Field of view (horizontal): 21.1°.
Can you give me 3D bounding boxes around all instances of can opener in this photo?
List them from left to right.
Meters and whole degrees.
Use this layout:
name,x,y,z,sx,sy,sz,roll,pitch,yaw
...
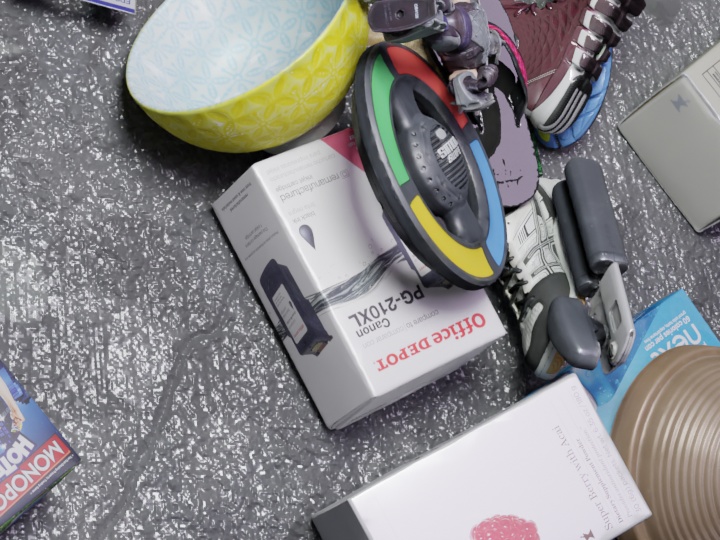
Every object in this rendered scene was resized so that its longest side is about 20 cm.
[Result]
name,x,y,z,sx,sy,sz,roll,pitch,yaw
can opener,0.171,-0.006,1.509,0.066,0.053,0.201,7,47,-19

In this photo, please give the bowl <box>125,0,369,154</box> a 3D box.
name,x,y,z,sx,sy,sz,roll,pitch,yaw
bowl,-0.068,-0.155,1.486,0.108,0.199,0.201,56,48,-37

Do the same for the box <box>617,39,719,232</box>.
name,x,y,z,sx,sy,sz,roll,pitch,yaw
box,0.350,-0.148,1.740,0.200,0.109,0.128,-37,90,-35

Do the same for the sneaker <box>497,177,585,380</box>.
name,x,y,z,sx,sy,sz,roll,pitch,yaw
sneaker,0.134,0.003,1.576,0.087,0.076,0.201,16,45,-10

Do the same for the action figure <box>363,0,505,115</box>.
name,x,y,z,sx,sy,sz,roll,pitch,yaw
action figure,0.065,-0.186,1.455,0.200,0.069,0.131,13,58,-61

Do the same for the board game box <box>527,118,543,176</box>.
name,x,y,z,sx,sy,sz,roll,pitch,yaw
board game box,0.090,-0.172,1.658,0.104,0.023,0.201,0,70,-31

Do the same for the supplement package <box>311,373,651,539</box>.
name,x,y,z,sx,sy,sz,roll,pitch,yaw
supplement package,0.087,0.181,1.416,0.199,0.120,0.122,-27,85,-19

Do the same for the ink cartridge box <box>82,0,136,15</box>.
name,x,y,z,sx,sy,sz,roll,pitch,yaw
ink cartridge box,-0.221,-0.290,1.525,0.099,0.039,0.201,14,62,-24

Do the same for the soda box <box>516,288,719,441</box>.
name,x,y,z,sx,sy,sz,roll,pitch,yaw
soda box,0.205,0.095,1.581,0.200,0.064,0.068,-32,87,-36

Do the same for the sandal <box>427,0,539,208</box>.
name,x,y,z,sx,sy,sz,roll,pitch,yaw
sandal,0.105,-0.151,1.562,0.075,0.045,0.201,-15,86,-17

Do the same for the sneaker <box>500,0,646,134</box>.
name,x,y,z,sx,sy,sz,roll,pitch,yaw
sneaker,0.166,-0.224,1.624,0.115,0.076,0.201,31,90,23

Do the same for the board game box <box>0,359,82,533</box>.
name,x,y,z,sx,sy,sz,roll,pitch,yaw
board game box,-0.294,0.153,1.279,0.200,0.062,0.200,-39,92,-35

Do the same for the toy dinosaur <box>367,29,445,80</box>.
name,x,y,z,sx,sy,sz,roll,pitch,yaw
toy dinosaur,0.064,-0.163,1.606,0.200,0.058,0.101,43,71,-6

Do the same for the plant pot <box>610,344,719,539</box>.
name,x,y,z,sx,sy,sz,roll,pitch,yaw
plant pot,0.295,0.161,1.544,0.200,0.092,0.202,0,90,-38

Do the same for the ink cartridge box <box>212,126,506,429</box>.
name,x,y,z,sx,sy,sz,roll,pitch,yaw
ink cartridge box,0.000,0.000,1.494,0.144,0.084,0.201,-23,82,-35

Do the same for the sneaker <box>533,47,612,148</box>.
name,x,y,z,sx,sy,sz,roll,pitch,yaw
sneaker,0.196,-0.200,1.694,0.083,0.070,0.201,42,56,-64

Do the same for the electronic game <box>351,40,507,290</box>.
name,x,y,z,sx,sy,sz,roll,pitch,yaw
electronic game,0.055,-0.080,1.456,0.200,0.041,0.201,44,33,-38
